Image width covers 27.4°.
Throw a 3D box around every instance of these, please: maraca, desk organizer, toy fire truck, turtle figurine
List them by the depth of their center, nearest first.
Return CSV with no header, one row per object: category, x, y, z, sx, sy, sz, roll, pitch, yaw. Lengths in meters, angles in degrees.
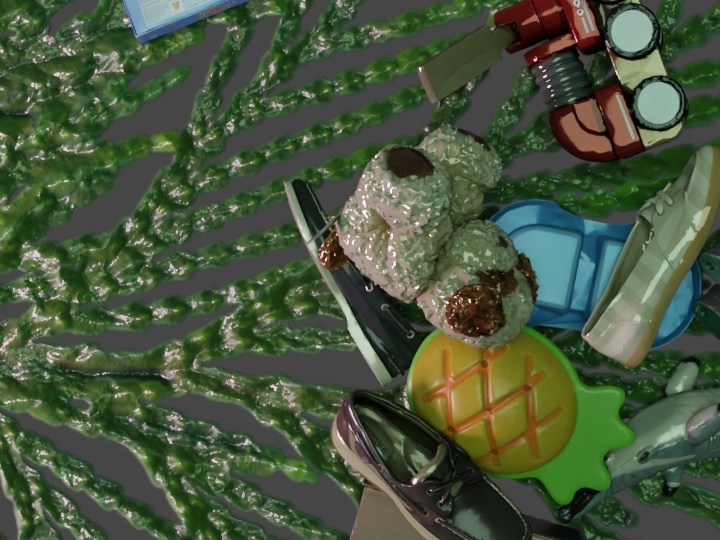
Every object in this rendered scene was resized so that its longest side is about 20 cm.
turtle figurine,0.366,-0.033,1.261,0.200,0.100,0.150,-38,128,-22
maraca,0.135,0.119,1.267,0.199,0.107,0.138,27,106,6
toy fire truck,0.166,-0.168,1.274,0.199,0.129,0.177,-21,89,15
desk organizer,0.089,0.243,1.290,0.199,0.072,0.077,16,93,3

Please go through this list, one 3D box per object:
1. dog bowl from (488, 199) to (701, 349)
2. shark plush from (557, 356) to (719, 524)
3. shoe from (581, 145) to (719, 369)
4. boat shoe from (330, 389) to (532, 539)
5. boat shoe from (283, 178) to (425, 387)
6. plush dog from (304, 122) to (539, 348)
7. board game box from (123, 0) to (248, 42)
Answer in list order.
dog bowl,0.196,0.004,1.297,0.199,0.050,0.112,12,90,3
shark plush,0.265,0.169,1.285,0.200,0.091,0.083,-39,118,-2
shoe,0.247,-0.017,1.234,0.053,0.070,0.201,24,92,-6
boat shoe,0.058,0.173,1.230,0.199,0.065,0.073,33,66,13
boat shoe,0.000,0.000,1.296,0.066,0.075,0.200,-27,88,0
plush dog,0.067,-0.007,1.201,0.172,0.200,0.161,45,113,8
board game box,-0.165,-0.327,1.327,0.151,0.037,0.201,-21,89,3
